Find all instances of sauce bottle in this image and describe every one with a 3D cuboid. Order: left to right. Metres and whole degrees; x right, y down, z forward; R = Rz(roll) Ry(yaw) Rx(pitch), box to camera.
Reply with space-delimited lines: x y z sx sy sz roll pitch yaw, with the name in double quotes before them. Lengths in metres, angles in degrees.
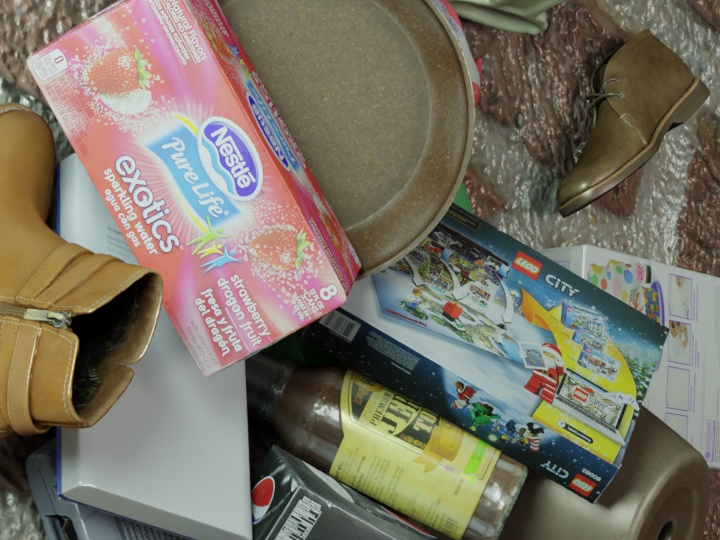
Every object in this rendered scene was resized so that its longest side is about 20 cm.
"sauce bottle" 0.001 0.097 1.384 0.065 0.199 0.065 25 90 -87

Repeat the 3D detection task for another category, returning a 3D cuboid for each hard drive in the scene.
"hard drive" -0.117 0.046 1.312 0.132 0.025 0.201 25 52 -43

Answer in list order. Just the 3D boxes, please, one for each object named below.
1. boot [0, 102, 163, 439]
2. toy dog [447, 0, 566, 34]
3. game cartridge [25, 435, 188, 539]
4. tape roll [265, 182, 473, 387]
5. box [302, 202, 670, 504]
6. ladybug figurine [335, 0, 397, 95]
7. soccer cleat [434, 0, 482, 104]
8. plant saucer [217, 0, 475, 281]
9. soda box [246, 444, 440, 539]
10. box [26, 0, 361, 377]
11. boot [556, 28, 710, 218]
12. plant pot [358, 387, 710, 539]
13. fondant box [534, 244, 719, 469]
"boot" -0.165 -0.003 1.205 0.077 0.155 0.201 45 55 -37
"toy dog" 0.089 -0.282 1.567 0.193 0.140 0.201 13 77 -11
"game cartridge" -0.113 0.166 1.351 0.133 0.041 0.201 -33 112 -42
"tape roll" 0.000 0.000 1.486 0.200 0.048 0.202 5 83 -50
"box" 0.079 0.038 1.400 0.199 0.038 0.137 30 41 0
"ladybug figurine" -0.020 -0.172 1.401 0.072 0.135 0.201 -23 99 -39
"soccer cleat" 0.021 -0.172 1.513 0.200 0.066 0.077 55 43 -35
"plant saucer" -0.033 -0.091 1.335 0.037 0.199 0.202 -67 146 -78
"soda box" 0.018 0.183 1.366 0.199 0.071 0.064 32 96 -23
"box" -0.088 -0.057 1.277 0.201 0.095 0.100 61 9 -8
"boot" 0.184 -0.108 1.712 0.076 0.073 0.200 52 44 -10
"plant pot" 0.123 0.135 1.481 0.200 0.174 0.201 -36 136 -43
"fondant box" 0.196 0.067 1.708 0.199 0.058 0.145 12 78 -50
